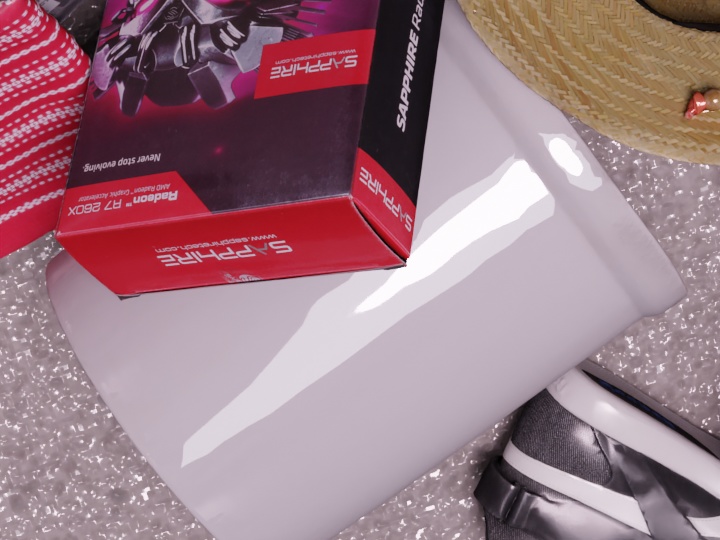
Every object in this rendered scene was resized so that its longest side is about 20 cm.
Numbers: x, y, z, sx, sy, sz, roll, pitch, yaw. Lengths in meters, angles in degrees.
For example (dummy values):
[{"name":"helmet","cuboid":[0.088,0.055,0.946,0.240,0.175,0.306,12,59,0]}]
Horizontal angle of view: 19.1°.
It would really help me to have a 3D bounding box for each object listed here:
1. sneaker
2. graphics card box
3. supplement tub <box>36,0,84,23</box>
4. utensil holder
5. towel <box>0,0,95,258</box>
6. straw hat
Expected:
[{"name":"sneaker","cuboid":[0.141,0.131,0.974,0.200,0.073,0.112,33,103,-10]},{"name":"graphics card box","cuboid":[-0.033,-0.093,0.786,0.125,0.201,0.051,-6,149,29]},{"name":"supplement tub","cuboid":[-0.142,-0.134,0.785,0.200,0.107,0.107,-39,111,24]},{"name":"utensil holder","cuboid":[0.000,0.000,0.850,0.200,0.170,0.170,-37,110,4]},{"name":"towel","cuboid":[-0.159,-0.038,0.808,0.144,0.200,0.023,-29,75,2]},{"name":"straw hat","cuboid":[0.127,-0.128,0.786,0.200,0.085,0.202,-1,85,11]}]
